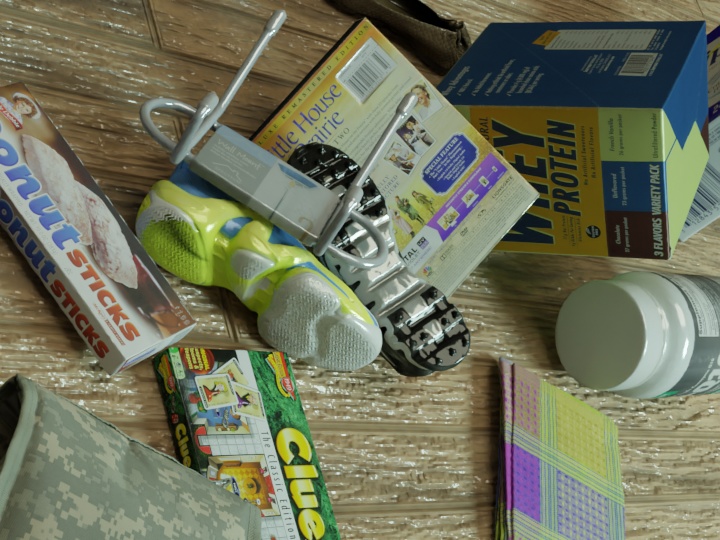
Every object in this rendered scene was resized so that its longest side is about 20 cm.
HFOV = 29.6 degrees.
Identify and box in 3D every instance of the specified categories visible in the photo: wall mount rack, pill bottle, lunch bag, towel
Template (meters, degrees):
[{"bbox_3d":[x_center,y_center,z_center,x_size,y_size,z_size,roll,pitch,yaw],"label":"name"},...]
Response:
[{"bbox_3d":[-0.045,-0.095,0.953,0.200,0.075,0.174,32,32,-4],"label":"wall mount rack"},{"bbox_3d":[0.271,0.058,1.234,0.200,0.113,0.113,2,60,-46],"label":"pill bottle"},{"bbox_3d":[-0.144,0.170,0.692,0.164,0.117,0.201,34,46,-23],"label":"lunch bag"},{"bbox_3d":[0.161,0.174,1.099,0.143,0.023,0.201,32,43,-28],"label":"towel"}]

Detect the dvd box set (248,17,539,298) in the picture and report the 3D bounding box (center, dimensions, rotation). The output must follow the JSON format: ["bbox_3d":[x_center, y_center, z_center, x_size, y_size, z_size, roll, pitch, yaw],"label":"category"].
[{"bbox_3d":[0.023,-0.074,1.062,0.200,0.146,0.029,43,-5,-14],"label":"dvd box set"}]

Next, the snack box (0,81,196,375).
[{"bbox_3d":[-0.189,-0.030,0.870,0.200,0.024,0.072,53,37,6],"label":"snack box"}]

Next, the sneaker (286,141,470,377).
[{"bbox_3d":[0.000,0.000,1.015,0.066,0.091,0.200,-30,80,-26],"label":"sneaker"}]

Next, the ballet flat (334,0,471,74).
[{"bbox_3d":[0.029,-0.252,1.272,0.200,0.046,0.068,32,41,-27],"label":"ballet flat"}]

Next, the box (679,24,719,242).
[{"bbox_3d":[0.392,-0.165,1.484,0.105,0.184,0.200,40,38,-15],"label":"box"}]

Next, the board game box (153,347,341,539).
[{"bbox_3d":[-0.065,0.144,0.878,0.105,0.023,0.201,7,57,-47],"label":"board game box"}]

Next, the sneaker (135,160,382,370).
[{"bbox_3d":[-0.060,-0.015,0.964,0.200,0.076,0.105,36,39,-21],"label":"sneaker"}]

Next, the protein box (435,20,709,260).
[{"bbox_3d":[0.183,-0.119,1.174,0.199,0.199,0.135,-53,140,-52],"label":"protein box"}]
